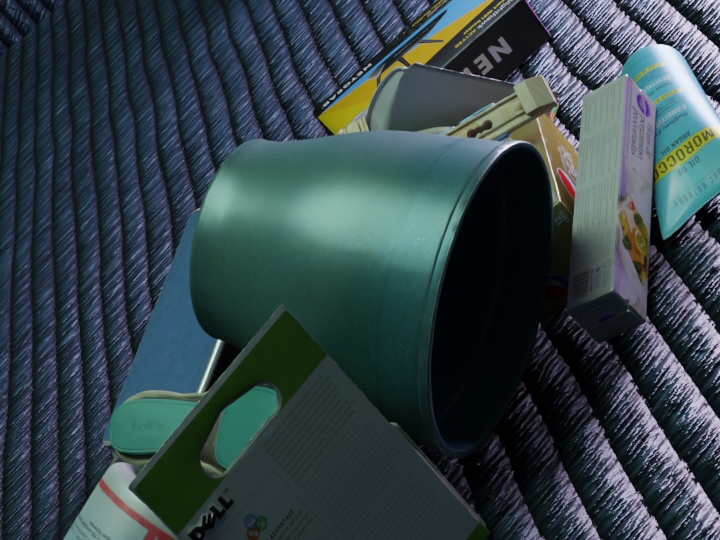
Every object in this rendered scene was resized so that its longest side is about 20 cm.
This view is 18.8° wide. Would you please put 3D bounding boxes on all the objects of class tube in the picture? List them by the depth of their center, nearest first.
[{"bbox_3d":[0.221,-0.092,1.505,0.077,0.050,0.200,-44,24,19],"label":"tube"}]

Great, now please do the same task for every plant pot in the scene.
[{"bbox_3d":[0.000,0.000,1.385,0.187,0.201,0.201,13,48,22],"label":"plant pot"}]

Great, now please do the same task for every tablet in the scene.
[{"bbox_3d":[-0.123,0.037,1.600,0.130,0.014,0.201,-10,56,56],"label":"tablet"}]

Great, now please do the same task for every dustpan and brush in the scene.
[{"bbox_3d":[0.049,-0.084,1.671,0.201,0.139,0.057,-63,32,33],"label":"dustpan and brush"}]

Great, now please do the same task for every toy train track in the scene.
[{"bbox_3d":[0.045,-0.081,1.542,0.199,0.115,0.033,-29,-21,13],"label":"toy train track"}]

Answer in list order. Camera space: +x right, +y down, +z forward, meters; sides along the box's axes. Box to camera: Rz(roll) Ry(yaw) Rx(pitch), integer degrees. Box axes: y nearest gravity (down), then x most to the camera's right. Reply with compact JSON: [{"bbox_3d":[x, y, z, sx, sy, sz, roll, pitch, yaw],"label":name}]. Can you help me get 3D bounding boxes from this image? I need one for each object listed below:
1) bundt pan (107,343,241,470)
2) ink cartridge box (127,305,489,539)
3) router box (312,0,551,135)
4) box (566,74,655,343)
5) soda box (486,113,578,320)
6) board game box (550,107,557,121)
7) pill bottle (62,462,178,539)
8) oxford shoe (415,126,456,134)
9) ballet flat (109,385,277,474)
[{"bbox_3d":[-0.086,0.118,1.579,0.201,0.076,0.202,-36,22,17],"label":"bundt pan"},{"bbox_3d":[-0.041,0.139,1.281,0.148,0.200,0.076,-49,22,-21],"label":"ink cartridge box"},{"bbox_3d":[0.061,-0.174,1.929,0.200,0.051,0.149,-42,22,0],"label":"router box"},{"bbox_3d":[0.168,-0.043,1.445,0.041,0.039,0.201,-26,38,33],"label":"box"},{"bbox_3d":[0.126,-0.048,1.545,0.064,0.068,0.200,-37,21,14],"label":"soda box"},{"bbox_3d":[0.068,-0.075,1.764,0.199,0.030,0.096,-29,24,37],"label":"board game box"},{"bbox_3d":[-0.167,0.235,1.414,0.201,0.108,0.109,-58,21,0],"label":"pill bottle"},{"bbox_3d":[0.000,-0.039,1.607,0.199,0.075,0.058,-30,56,12],"label":"oxford shoe"},{"bbox_3d":[-0.080,0.110,1.426,0.199,0.070,0.070,4,47,44],"label":"ballet flat"}]
